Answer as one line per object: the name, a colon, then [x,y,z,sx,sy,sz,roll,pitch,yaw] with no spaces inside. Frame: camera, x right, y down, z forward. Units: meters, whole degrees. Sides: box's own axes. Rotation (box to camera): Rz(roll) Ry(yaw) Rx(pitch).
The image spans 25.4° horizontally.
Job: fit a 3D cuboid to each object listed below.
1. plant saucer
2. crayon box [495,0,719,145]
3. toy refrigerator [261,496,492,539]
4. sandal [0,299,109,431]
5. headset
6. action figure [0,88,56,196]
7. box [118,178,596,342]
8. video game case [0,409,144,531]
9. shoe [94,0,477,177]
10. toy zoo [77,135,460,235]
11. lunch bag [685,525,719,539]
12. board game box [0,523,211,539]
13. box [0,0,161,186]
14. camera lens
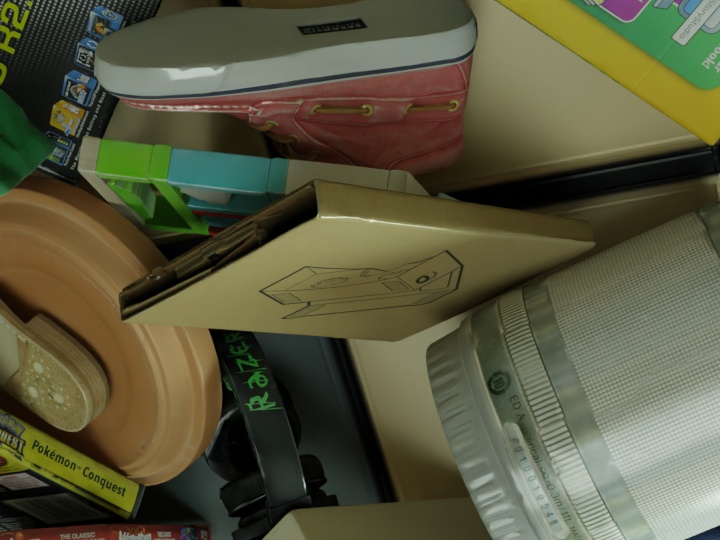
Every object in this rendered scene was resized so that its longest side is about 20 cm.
plant saucer: [-0.169,0.042,0.924,0.200,0.032,0.201,20,128,27]
crayon box: [0.168,-0.188,0.777,0.172,0.058,0.200,31,121,-15]
toy refrigerator: [0.025,0.188,0.954,0.200,0.076,0.070,5,136,-48]
sandal: [-0.245,0.036,0.904,0.211,0.070,0.078,29,130,19]
headset: [-0.071,0.122,0.960,0.094,0.124,0.200,-19,139,-11]
action figure: [-0.227,-0.042,0.775,0.118,0.200,0.055,35,120,-15]
box: [0.000,0.000,0.840,0.200,0.021,0.163,7,156,-42]
video game case: [-0.256,0.109,0.955,0.181,0.026,0.200,35,149,-32]
shoe: [-0.036,-0.086,0.835,0.199,0.072,0.091,-8,124,-13]
toy zoo: [-0.039,-0.036,0.860,0.199,0.131,0.021,7,79,5]
lunch bag: [0.218,0.174,0.957,0.199,0.132,0.136,-15,116,21]
board game box: [-0.168,0.167,0.977,0.103,0.200,0.020,-7,80,10]
box: [-0.184,-0.161,0.839,0.160,0.044,0.200,24,122,-10]
camera lens: [0.155,0.066,0.866,0.199,0.160,0.160,-24,117,10]
